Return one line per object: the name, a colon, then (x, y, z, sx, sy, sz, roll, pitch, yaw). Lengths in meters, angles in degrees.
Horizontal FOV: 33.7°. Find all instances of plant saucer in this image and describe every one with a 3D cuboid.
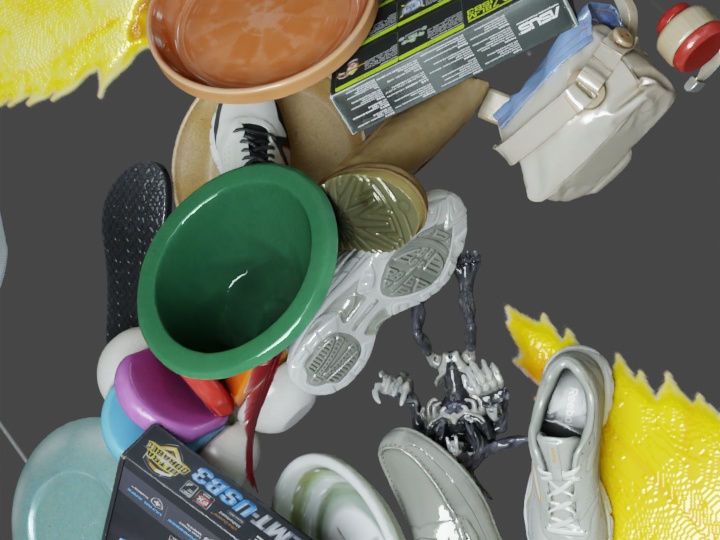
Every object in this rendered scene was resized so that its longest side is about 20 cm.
plant saucer: (-0.264, 0.243, 1.136, 0.198, 0.039, 0.204, -2, 84, 22)
plant saucer: (-0.006, 0.249, 0.999, 0.199, 0.050, 0.203, 16, 110, 51)
plant saucer: (-0.080, -0.216, 0.987, 0.197, 0.032, 0.202, -7, 56, 11)
plant saucer: (-0.080, -0.095, 1.093, 0.198, 0.035, 0.203, -2, 85, 22)

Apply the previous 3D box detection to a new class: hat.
hat: (-0.068, 0.037, 0.943, 0.199, 0.176, 0.167, -31, 56, 13)

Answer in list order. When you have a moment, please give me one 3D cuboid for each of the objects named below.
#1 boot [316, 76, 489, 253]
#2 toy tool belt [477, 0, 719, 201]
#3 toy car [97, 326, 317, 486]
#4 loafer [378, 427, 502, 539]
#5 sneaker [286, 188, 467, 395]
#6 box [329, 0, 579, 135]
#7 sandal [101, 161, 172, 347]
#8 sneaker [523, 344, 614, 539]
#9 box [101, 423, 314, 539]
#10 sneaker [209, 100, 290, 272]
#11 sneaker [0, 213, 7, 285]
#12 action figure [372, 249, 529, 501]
boot: (0.039, -0.097, 0.936, 0.174, 0.200, 0.067, -5, 123, 52)
toy tool belt: (0.181, -0.158, 0.942, 0.200, 0.124, 0.124, -50, 63, 32)
toy car: (-0.149, 0.097, 1.033, 0.175, 0.150, 0.200, 45, 105, 13)
loafer: (0.073, 0.218, 0.949, 0.201, 0.070, 0.070, 55, 141, -3)
sneaker: (0.000, 0.000, 0.968, 0.200, 0.078, 0.100, -45, 40, 8)
box: (0.072, -0.216, 0.974, 0.198, 0.048, 0.194, -24, 35, 18)
sandal: (-0.209, -0.006, 1.140, 0.074, 0.045, 0.203, 13, 105, 28)
sneaker: (0.158, 0.160, 0.942, 0.075, 0.092, 0.203, -1, 86, 21)
box: (-0.125, 0.252, 0.998, 0.199, 0.050, 0.200, 34, 134, 10)
sneaker: (-0.086, -0.083, 1.008, 0.073, 0.080, 0.203, 1, 65, -16)
sneaker: (-0.408, -0.047, 1.211, 0.070, 0.073, 0.203, -13, 71, 29)
action figure: (0.070, 0.091, 0.981, 0.117, 0.102, 0.203, -12, 78, 20)
